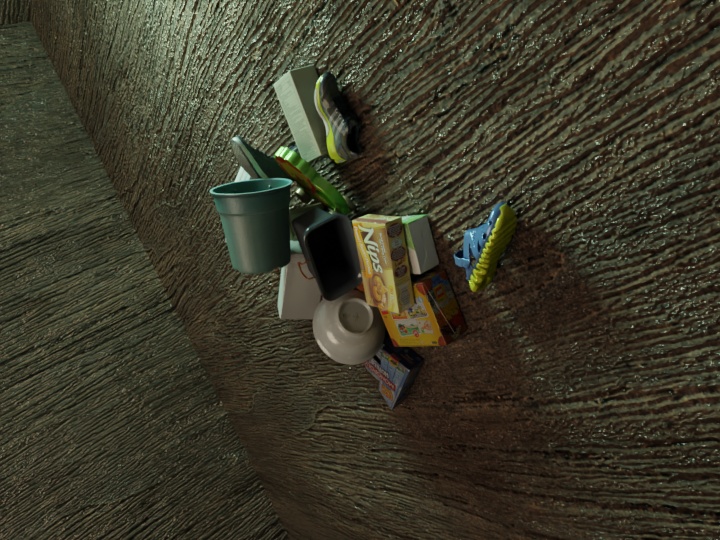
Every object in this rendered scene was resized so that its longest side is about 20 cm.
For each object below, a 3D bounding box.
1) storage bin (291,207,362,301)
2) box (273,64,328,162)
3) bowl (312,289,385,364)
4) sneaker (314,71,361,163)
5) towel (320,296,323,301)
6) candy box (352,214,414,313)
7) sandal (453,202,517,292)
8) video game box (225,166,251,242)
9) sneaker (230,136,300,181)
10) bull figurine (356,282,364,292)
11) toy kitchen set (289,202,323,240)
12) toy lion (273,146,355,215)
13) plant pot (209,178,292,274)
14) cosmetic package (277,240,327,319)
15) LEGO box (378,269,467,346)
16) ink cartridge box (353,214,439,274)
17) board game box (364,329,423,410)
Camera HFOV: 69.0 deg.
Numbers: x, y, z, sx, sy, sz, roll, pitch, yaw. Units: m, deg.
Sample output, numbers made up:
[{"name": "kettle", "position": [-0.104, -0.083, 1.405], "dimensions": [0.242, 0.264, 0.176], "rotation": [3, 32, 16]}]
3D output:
[{"name": "storage bin", "position": [-0.096, -0.047, 1.277], "dimensions": [0.134, 0.144, 0.203], "rotation": [37, 150, 52]}, {"name": "box", "position": [-0.124, -0.371, 1.256], "dimensions": [0.094, 0.077, 0.204], "rotation": [-5, 109, 55]}, {"name": "bowl", "position": [-0.020, 0.130, 1.343], "dimensions": [0.203, 0.199, 0.091], "rotation": [54, 155, 12]}, {"name": "sneaker", "position": [-0.043, -0.345, 1.184], "dimensions": [0.080, 0.074, 0.204], "rotation": [7, 125, 41]}, {"name": "towel", "position": [-0.107, 0.021, 1.476], "dimensions": [0.201, 0.029, 0.149], "rotation": [117, 152, -55]}, {"name": "candy box", "position": [0.051, -0.017, 1.156], "dimensions": [0.114, 0.055, 0.205], "rotation": [12, 117, 50]}, {"name": "sandal", "position": [0.230, -0.050, 1.000], "dimensions": [0.087, 0.079, 0.202], "rotation": [46, 142, 28]}, {"name": "video game box", "position": [-0.372, -0.214, 1.632], "dimensions": [0.046, 0.185, 0.202], "rotation": [16, 139, -4]}, {"name": "sneaker", "position": [-0.239, -0.304, 1.384], "dimensions": [0.076, 0.147, 0.203], "rotation": [19, 154, 50]}, {"name": "bull figurine", "position": [0.000, 0.000, 1.359], "dimensions": [0.198, 0.064, 0.124], "rotation": [29, 132, 39]}, {"name": "toy kitchen set", "position": [-0.171, -0.107, 1.514], "dimensions": [0.200, 0.176, 0.167], "rotation": [-89, -14, -74]}, {"name": "toy lion", "position": [-0.120, -0.216, 1.279], "dimensions": [0.199, 0.069, 0.192], "rotation": [35, 170, 26]}, {"name": "plant pot", "position": [-0.254, -0.109, 1.283], "dimensions": [0.198, 0.198, 0.201], "rotation": [18, 119, 47]}, {"name": "cosmetic package", "position": [-0.162, 0.029, 1.433], "dimensions": [0.081, 0.110, 0.204], "rotation": [-120, 38, -59]}, {"name": "LEGO box", "position": [0.133, 0.093, 1.227], "dimensions": [0.199, 0.076, 0.152], "rotation": [-12, 102, 56]}, {"name": "ink cartridge box", "position": [0.078, -0.059, 1.206], "dimensions": [0.198, 0.067, 0.120], "rotation": [2, 114, 52]}, {"name": "board game box", "position": [0.076, 0.275, 1.450], "dimensions": [0.199, 0.061, 0.203], "rotation": [35, 137, 36]}]
